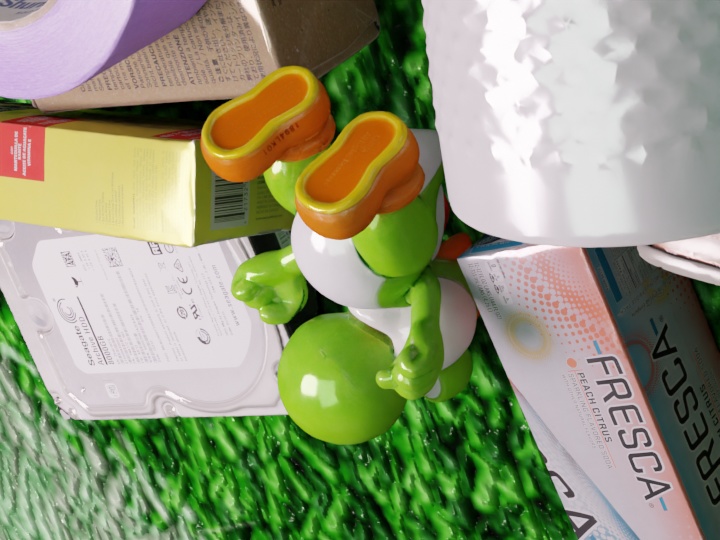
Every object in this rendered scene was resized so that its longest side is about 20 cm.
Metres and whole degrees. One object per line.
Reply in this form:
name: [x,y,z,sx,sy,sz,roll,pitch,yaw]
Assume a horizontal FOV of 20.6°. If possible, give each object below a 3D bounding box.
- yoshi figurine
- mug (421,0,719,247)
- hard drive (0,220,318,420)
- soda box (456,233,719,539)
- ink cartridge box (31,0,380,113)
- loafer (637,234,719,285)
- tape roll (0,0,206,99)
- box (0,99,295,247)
yoshi figurine: [-0.007,0.013,0.851,0.112,0.113,0.200,-9,145,14]
mug: [0.083,-0.122,0.709,0.200,0.147,0.176,-139,37,-66]
hard drive: [-0.108,0.010,1.026,0.200,0.038,0.140,-4,115,42]
soda box: [0.118,0.062,0.856,0.068,0.064,0.200,-10,110,43]
ink cartridge box: [-0.098,-0.175,0.865,0.165,0.075,0.200,2,120,40]
loafer: [0.199,-0.018,0.718,0.200,0.072,0.063,11,108,27]
tape roll: [-0.146,-0.173,0.805,0.200,0.066,0.200,21,130,28]
box: [-0.128,-0.048,0.933,0.200,0.075,0.050,10,103,38]
